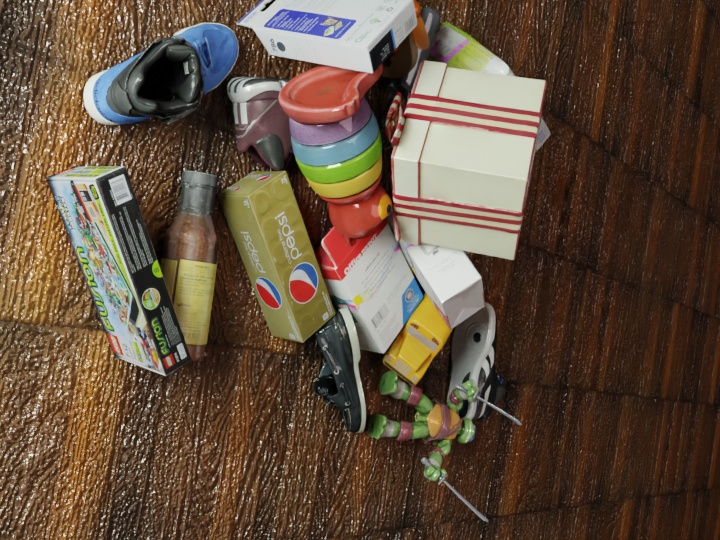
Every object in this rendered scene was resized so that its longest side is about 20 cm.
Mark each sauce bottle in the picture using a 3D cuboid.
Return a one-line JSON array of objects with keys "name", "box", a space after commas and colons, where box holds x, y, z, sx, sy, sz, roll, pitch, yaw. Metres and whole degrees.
[{"name": "sauce bottle", "box": [-0.189, -0.005, 0.835, 0.065, 0.065, 0.205, 10, 89, -46]}]

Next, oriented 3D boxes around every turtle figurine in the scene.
[{"name": "turtle figurine", "box": [0.121, 0.230, 1.122, 0.190, 0.201, 0.146, 21, 113, -23]}]

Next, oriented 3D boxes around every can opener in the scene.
[{"name": "can opener", "box": [0.074, -0.263, 1.067, 0.066, 0.053, 0.205, 18, 92, -32]}]

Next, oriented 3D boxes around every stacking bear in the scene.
[{"name": "stacking bear", "box": [-0.017, -0.127, 0.888, 0.122, 0.111, 0.203, -61, 144, -44]}]

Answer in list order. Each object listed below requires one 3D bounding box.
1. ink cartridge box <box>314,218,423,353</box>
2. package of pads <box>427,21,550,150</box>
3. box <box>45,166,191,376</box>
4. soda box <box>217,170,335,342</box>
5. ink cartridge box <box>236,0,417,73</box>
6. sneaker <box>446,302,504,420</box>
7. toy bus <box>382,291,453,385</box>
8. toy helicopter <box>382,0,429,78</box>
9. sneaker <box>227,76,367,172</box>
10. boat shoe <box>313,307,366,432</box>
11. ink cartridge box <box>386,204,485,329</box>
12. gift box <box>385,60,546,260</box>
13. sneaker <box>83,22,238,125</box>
[{"name": "ink cartridge box", "box": [0.000, 0.000, 1.037, 0.117, 0.066, 0.202, -50, 128, -31]}, {"name": "package of pads", "box": [0.180, -0.267, 1.107, 0.068, 0.201, 0.154, -43, 133, 8]}, {"name": "box", "box": [-0.239, -0.001, 0.750, 0.034, 0.109, 0.204, -31, 116, -38]}, {"name": "soda box", "box": [-0.101, -0.017, 0.929, 0.067, 0.063, 0.204, -38, 121, -37]}, {"name": "ink cartridge box", "box": [-0.041, -0.285, 0.874, 0.100, 0.197, 0.040, -51, 144, -26]}, {"name": "sneaker", "box": [0.206, 0.153, 1.283, 0.111, 0.072, 0.205, 4, 100, -50]}, {"name": "toy bus", "box": [0.107, 0.074, 1.128, 0.065, 0.079, 0.201, 36, 46, 2]}, {"name": "toy helicopter", "box": [0.023, -0.345, 0.971, 0.079, 0.130, 0.203, -43, 124, -33]}, {"name": "sneaker", "box": [-0.078, -0.177, 0.939, 0.196, 0.075, 0.119, -8, 107, -37]}, {"name": "boat shoe", "box": [-0.033, 0.145, 1.021, 0.065, 0.075, 0.203, -15, 129, -14]}, {"name": "ink cartridge box", "box": [0.094, -0.031, 1.064, 0.067, 0.202, 0.117, -31, 155, -1]}, {"name": "gift box", "box": [0.119, -0.130, 0.932, 0.187, 0.182, 0.203, 85, 21, -52]}, {"name": "sneaker", "box": [-0.180, -0.209, 0.786, 0.199, 0.110, 0.078, -36, 119, -38]}]
